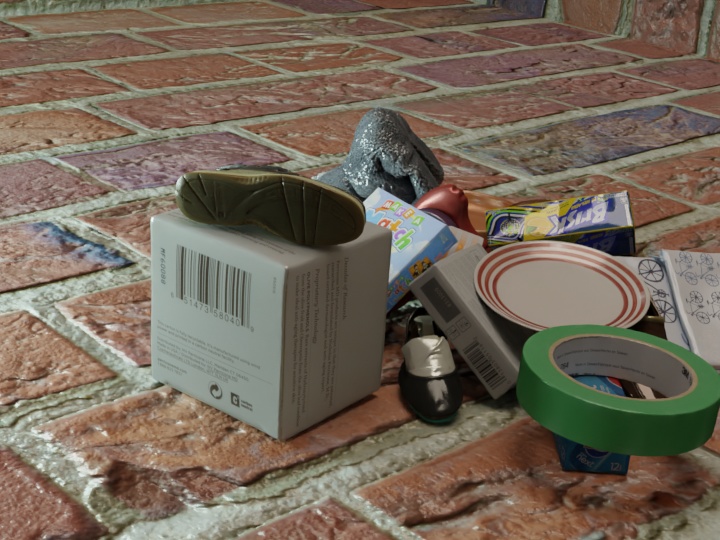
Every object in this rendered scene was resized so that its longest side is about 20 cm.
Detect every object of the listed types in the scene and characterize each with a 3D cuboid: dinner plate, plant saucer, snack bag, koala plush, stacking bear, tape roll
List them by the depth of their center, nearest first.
[{"bbox_3d":[0.257,0.115,1.292,0.200,0.048,0.200,6,22,-2],"label":"tape roll"},{"bbox_3d":[0.227,0.025,1.470,0.200,0.024,0.200,4,31,-2],"label":"dinner plate"},{"bbox_3d":[0.392,0.048,1.588,0.200,0.021,0.189,3,50,-12],"label":"snack bag"},{"bbox_3d":[0.064,-0.012,1.677,0.114,0.122,0.200,-16,16,39],"label":"stacking bear"},{"bbox_3d":[0.002,-0.120,1.869,0.200,0.184,0.177,-31,30,16],"label":"koala plush"},{"bbox_3d":[0.153,-0.077,1.961,0.200,0.037,0.200,4,20,-2],"label":"plant saucer"}]

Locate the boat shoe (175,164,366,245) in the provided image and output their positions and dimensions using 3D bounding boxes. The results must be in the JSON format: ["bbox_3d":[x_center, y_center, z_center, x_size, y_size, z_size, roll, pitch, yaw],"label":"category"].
[{"bbox_3d":[-0.084,-0.074,1.291,0.201,0.072,0.066,8,28,18],"label":"boat shoe"}]

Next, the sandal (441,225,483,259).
[{"bbox_3d":[0.142,-0.009,1.617,0.207,0.059,0.079,29,54,-16],"label":"sandal"}]

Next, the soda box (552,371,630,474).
[{"bbox_3d":[0.238,0.139,1.380,0.068,0.064,0.200,5,22,-2],"label":"soda box"}]

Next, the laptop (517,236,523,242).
[{"bbox_3d":[0.330,0.005,1.688,0.200,0.103,0.177,-15,24,-4],"label":"laptop"}]

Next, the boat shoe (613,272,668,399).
[{"bbox_3d":[0.315,0.081,1.465,0.075,0.075,0.202,1,40,-9],"label":"boat shoe"}]

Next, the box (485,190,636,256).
[{"bbox_3d":[0.277,-0.053,1.787,0.200,0.070,0.064,-8,55,10],"label":"box"}]

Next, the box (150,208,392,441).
[{"bbox_3d":[-0.097,0.037,1.374,0.199,0.200,0.171,20,28,35],"label":"box"}]

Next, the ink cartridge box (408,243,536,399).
[{"bbox_3d":[0.147,0.052,1.500,0.160,0.047,0.200,52,20,6],"label":"ink cartridge box"}]

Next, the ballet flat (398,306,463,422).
[{"bbox_3d":[0.072,0.096,1.442,0.068,0.068,0.200,-6,21,-2],"label":"ballet flat"}]

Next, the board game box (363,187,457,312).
[{"bbox_3d":[0.000,0.000,1.555,0.200,0.037,0.151,-45,38,-10],"label":"board game box"}]

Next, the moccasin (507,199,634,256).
[{"bbox_3d":[0.299,-0.048,1.866,0.201,0.074,0.078,20,25,-11],"label":"moccasin"}]
